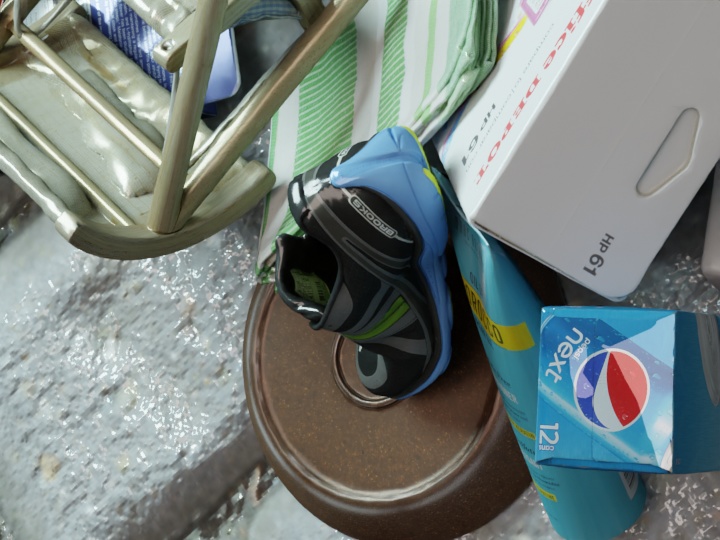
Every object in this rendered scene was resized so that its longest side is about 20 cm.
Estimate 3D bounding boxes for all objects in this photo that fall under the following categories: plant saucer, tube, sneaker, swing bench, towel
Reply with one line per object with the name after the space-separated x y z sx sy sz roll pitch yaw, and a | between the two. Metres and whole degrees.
0.014 0.046 1.134 0.199 0.034 0.202 -3 85 30 | plant saucer
0.082 0.044 1.012 0.050 0.201 0.077 -31 34 -7 | tube
0.000 0.000 1.027 0.082 0.200 0.071 -15 61 -3 | sneaker
-0.121 -0.136 1.118 0.199 0.129 0.201 42 111 35 | swing bench
0.007 -0.097 1.084 0.200 0.023 0.153 -45 30 42 | towel

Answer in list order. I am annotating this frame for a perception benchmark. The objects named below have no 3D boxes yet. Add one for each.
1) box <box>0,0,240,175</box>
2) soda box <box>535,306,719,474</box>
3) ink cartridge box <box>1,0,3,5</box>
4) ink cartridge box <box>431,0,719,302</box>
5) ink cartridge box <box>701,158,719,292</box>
-0.150 -0.134 1.239 0.199 0.032 0.122 -13 81 30 | box
0.148 0.053 0.960 0.064 0.200 0.068 1 87 29 | soda box
-0.282 -0.178 1.258 0.175 0.083 0.201 29 101 49 | ink cartridge box
0.106 -0.091 0.992 0.084 0.200 0.145 27 103 -14 | ink cartridge box
0.263 -0.050 0.958 0.199 0.083 0.148 4 78 30 | ink cartridge box
